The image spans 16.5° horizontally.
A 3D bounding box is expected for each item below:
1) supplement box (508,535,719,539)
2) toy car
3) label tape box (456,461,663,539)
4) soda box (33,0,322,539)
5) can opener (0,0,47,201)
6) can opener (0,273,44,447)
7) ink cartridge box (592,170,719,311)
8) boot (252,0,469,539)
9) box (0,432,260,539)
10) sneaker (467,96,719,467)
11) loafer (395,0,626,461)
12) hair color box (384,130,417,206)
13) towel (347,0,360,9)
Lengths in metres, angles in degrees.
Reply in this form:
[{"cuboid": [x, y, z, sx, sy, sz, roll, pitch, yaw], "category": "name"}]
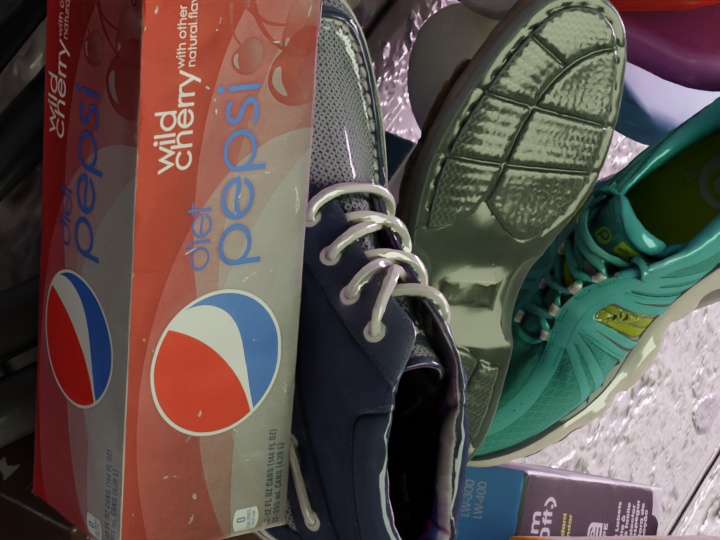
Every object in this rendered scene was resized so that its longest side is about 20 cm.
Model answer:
[{"cuboid": [0.157, 0.154, 1.036, 0.200, 0.126, 0.074, 9, 87, -57], "category": "supplement box"}, {"cuboid": [0.112, -0.129, 0.996, 0.200, 0.149, 0.175, 92, 23, -48], "category": "toy car"}, {"cuboid": [0.050, 0.152, 1.045, 0.200, 0.066, 0.144, 14, 85, -59], "category": "label tape box"}, {"cuboid": [-0.062, -0.012, 0.808, 0.070, 0.063, 0.201, -8, 112, -34], "category": "soda box"}, {"cuboid": [-0.146, -0.023, 0.804, 0.063, 0.079, 0.200, 41, 64, -23], "category": "can opener"}, {"cuboid": [-0.079, 0.014, 0.895, 0.199, 0.067, 0.054, -26, 88, -25], "category": "can opener"}, {"cuboid": [0.139, -0.017, 1.130, 0.068, 0.115, 0.200, 69, 19, 1], "category": "ink cartridge box"}, {"cuboid": [0.000, 0.000, 0.850, 0.073, 0.090, 0.201, -7, 98, -38], "category": "boot"}, {"cuboid": [-0.082, 0.125, 0.960, 0.100, 0.075, 0.201, -44, 139, -33], "category": "box"}, {"cuboid": [0.095, -0.004, 0.974, 0.200, 0.078, 0.080, -43, 160, 7], "category": "sneaker"}, {"cuboid": [0.036, -0.020, 0.937, 0.072, 0.063, 0.201, 12, 107, -30], "category": "loafer"}, {"cuboid": [0.005, 0.031, 1.044, 0.100, 0.060, 0.200, -55, 145, -18], "category": "hair color box"}, {"cuboid": [-0.020, -0.120, 0.920, 0.200, 0.024, 0.147, -50, 162, -29], "category": "towel"}]
